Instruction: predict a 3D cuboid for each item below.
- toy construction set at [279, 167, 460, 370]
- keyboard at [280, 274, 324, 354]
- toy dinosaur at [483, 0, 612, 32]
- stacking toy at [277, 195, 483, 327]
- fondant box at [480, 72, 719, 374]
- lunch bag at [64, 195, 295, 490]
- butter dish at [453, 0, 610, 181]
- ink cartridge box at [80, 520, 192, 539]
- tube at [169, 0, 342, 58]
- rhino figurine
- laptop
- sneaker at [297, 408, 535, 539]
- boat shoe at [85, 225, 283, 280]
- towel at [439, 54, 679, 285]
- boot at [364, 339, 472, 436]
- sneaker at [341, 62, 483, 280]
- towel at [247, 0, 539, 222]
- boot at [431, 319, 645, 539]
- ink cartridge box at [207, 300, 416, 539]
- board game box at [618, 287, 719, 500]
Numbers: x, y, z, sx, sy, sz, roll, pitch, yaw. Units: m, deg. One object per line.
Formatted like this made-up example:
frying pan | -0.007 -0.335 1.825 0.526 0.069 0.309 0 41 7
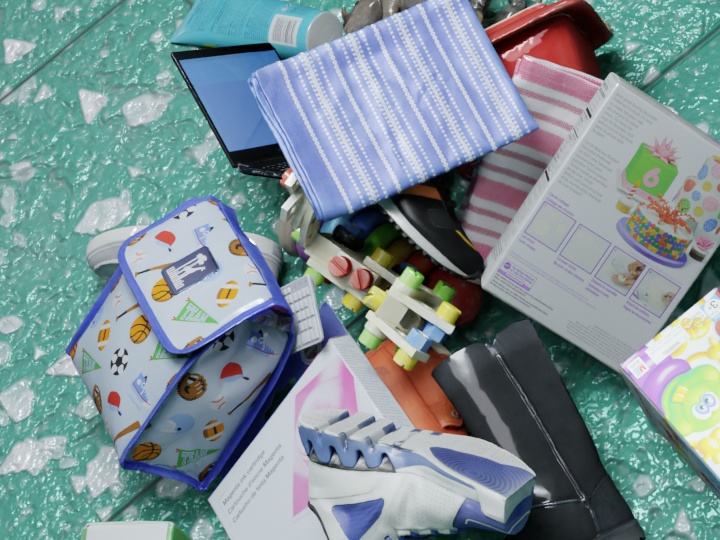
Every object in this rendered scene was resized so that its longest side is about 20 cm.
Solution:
toy construction set | 0.000 0.000 1.611 0.092 0.131 0.200 -43 80 12
keyboard | -0.078 0.050 1.672 0.011 0.200 0.057 -3 79 -25
toy dinosaur | 0.133 -0.235 1.807 0.199 0.047 0.089 -9 66 23
stacking toy | 0.025 -0.011 1.716 0.200 0.085 0.086 30 78 26
fondant box | 0.210 -0.037 1.569 0.144 0.058 0.200 32 105 -6
lunch bag | -0.151 0.055 1.671 0.200 0.124 0.170 -53 43 19
butter dish | 0.141 -0.129 1.681 0.199 0.200 0.148 -26 79 12
ink cartridge box | -0.154 0.302 1.541 0.083 0.200 0.147 -5 62 18
tube | -0.106 -0.245 1.915 0.200 0.050 0.078 18 67 41
rhino figurine | 0.048 -0.251 1.822 0.200 0.060 0.088 3 65 50
laptop | -0.042 -0.142 1.736 0.199 0.177 0.104 8 103 27
sneaker | 0.038 0.183 1.487 0.199 0.080 0.116 14 108 29
boat shoe | -0.168 0.005 1.797 0.199 0.072 0.069 4 65 16
towel | 0.164 -0.064 1.608 0.146 0.030 0.201 19 105 -5
boot | 0.071 0.123 1.621 0.107 0.075 0.200 -39 56 -11
sneaker | 0.045 -0.084 1.586 0.090 0.070 0.200 -44 84 4
towel | 0.025 -0.136 1.558 0.199 0.024 0.145 -24 73 -10
boot | 0.112 0.155 1.531 0.164 0.066 0.201 -20 74 -25
ink cartridge box | -0.047 0.160 1.621 0.197 0.043 0.200 -53 52 23
board game box | 0.308 0.130 1.490 0.103 0.105 0.200 -38 55 -1
